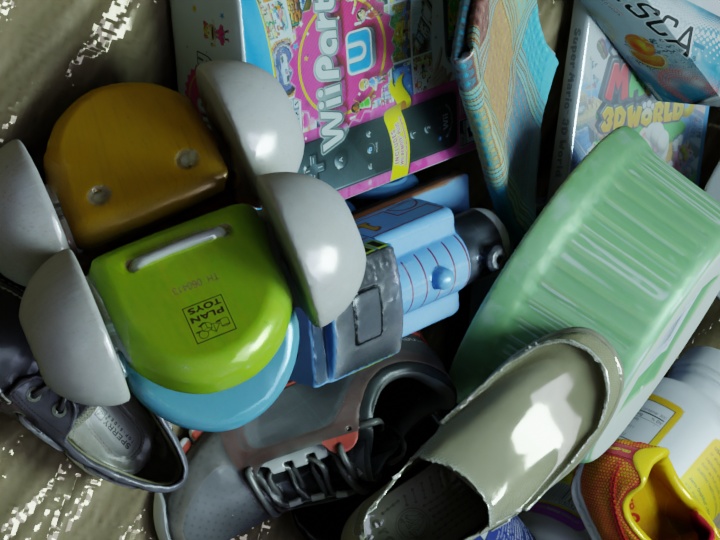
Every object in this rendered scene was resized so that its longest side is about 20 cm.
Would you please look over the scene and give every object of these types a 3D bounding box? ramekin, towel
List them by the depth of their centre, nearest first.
[{"bbox_3d":[0.088,-0.124,1.600,0.200,0.022,0.147,69,26,-57],"label":"towel"},{"bbox_3d":[0.148,0.021,1.642,0.200,0.098,0.200,-53,168,-17],"label":"ramekin"}]

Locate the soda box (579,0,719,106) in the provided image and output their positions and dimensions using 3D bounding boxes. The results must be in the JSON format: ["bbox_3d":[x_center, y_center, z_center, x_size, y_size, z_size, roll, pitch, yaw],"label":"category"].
[{"bbox_3d":[0.178,-0.189,1.696,0.200,0.064,0.068,46,66,-37],"label":"soda box"}]

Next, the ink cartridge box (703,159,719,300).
[{"bbox_3d":[0.270,-0.034,1.856,0.109,0.050,0.200,-62,165,6],"label":"ink cartridge box"}]

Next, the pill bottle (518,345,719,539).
[{"bbox_3d":[0.192,0.144,1.821,0.200,0.104,0.104,-46,132,-26],"label":"pill bottle"}]

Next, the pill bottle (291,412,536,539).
[{"bbox_3d":[0.048,0.178,1.675,0.112,0.112,0.200,-55,134,-19],"label":"pill bottle"}]

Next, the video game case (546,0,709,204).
[{"bbox_3d":[0.184,-0.126,1.773,0.143,0.018,0.200,5,94,-46],"label":"video game case"}]

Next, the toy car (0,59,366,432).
[{"bbox_3d":[-0.096,0.000,1.411,0.175,0.200,0.150,-22,142,-9],"label":"toy car"}]

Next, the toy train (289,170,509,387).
[{"bbox_3d":[0.000,0.000,1.562,0.200,0.114,0.087,-22,119,-41],"label":"toy train"}]

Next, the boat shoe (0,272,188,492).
[{"bbox_3d":[-0.159,0.059,1.450,0.072,0.065,0.200,-56,135,-15],"label":"boat shoe"}]

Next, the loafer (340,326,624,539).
[{"bbox_3d":[0.071,0.113,1.533,0.200,0.076,0.068,-45,180,4],"label":"loafer"}]

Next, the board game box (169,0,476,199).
[{"bbox_3d":[-0.014,-0.120,1.547,0.200,0.064,0.148,-22,117,-40],"label":"board game box"}]

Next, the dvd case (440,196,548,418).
[{"bbox_3d":[0.128,0.020,1.776,0.200,0.018,0.143,-13,113,-45],"label":"dvd case"}]

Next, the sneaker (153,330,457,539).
[{"bbox_3d":[-0.030,0.104,1.569,0.200,0.082,0.077,-38,131,-10],"label":"sneaker"}]

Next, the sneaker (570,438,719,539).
[{"bbox_3d":[0.202,0.193,1.719,0.073,0.077,0.200,-49,122,-26],"label":"sneaker"}]
